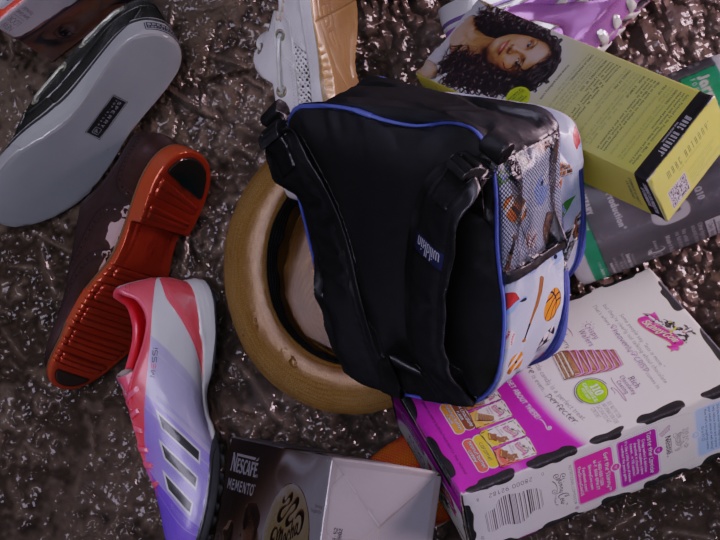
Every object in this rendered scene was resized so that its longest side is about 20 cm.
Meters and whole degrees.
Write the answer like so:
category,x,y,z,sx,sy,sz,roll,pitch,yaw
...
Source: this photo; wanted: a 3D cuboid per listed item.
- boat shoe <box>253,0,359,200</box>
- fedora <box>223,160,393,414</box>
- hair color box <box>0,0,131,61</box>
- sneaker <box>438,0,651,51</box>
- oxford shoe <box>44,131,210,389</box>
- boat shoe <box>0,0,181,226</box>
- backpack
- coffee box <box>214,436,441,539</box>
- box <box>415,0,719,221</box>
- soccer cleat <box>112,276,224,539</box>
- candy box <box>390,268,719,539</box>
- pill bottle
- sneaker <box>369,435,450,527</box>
category,x,y,z,sx,sy,sz,roll,pitch,yaw
boat shoe,-0.041,-0.144,1.158,0.069,0.071,0.202,-4,94,27
fedora,0.000,0.000,1.222,0.199,0.082,0.202,-1,85,12
hair color box,-0.185,-0.248,1.279,0.199,0.111,0.064,-35,77,7
sneaker,0.163,-0.164,1.216,0.199,0.073,0.115,-21,82,20
oxford shoe,-0.182,-0.008,1.282,0.072,0.071,0.201,30,91,40
boat shoe,-0.210,-0.117,1.296,0.200,0.071,0.064,-44,42,14
backpack,0.049,-0.018,1.080,0.199,0.154,0.192,17,115,44
coffee box,-0.028,0.175,1.144,0.079,0.200,0.114,10,86,-22
box,0.133,-0.106,1.120,0.199,0.050,0.075,28,72,36
soccer cleat,-0.140,0.104,1.237,0.073,0.068,0.202,3,78,-26
candy box,0.133,0.089,1.129,0.199,0.061,0.137,-21,38,-9
pill bottle,0.220,-0.077,1.166,0.199,0.113,0.114,-22,79,9
sneaker,0.084,0.132,1.191,0.199,0.077,0.073,-16,82,12
